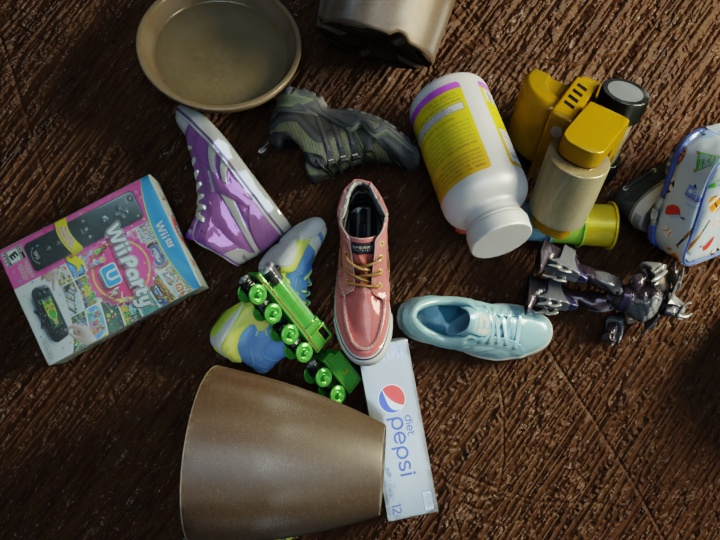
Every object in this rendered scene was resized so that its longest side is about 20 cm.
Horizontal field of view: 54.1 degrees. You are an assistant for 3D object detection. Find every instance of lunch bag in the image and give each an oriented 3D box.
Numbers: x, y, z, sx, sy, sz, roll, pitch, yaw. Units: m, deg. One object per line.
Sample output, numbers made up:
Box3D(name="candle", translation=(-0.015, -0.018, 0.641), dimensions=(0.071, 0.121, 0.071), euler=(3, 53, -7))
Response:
Box3D(name="lunch bag", translation=(0.429, -0.091, 0.829), dimensions=(0.196, 0.076, 0.163), euler=(-14, 128, -24))

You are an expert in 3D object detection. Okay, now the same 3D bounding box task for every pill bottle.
Box3D(name="pill bottle", translation=(0.130, -0.121, 0.819), dimensions=(0.102, 0.105, 0.204), euler=(-14, 65, -3))

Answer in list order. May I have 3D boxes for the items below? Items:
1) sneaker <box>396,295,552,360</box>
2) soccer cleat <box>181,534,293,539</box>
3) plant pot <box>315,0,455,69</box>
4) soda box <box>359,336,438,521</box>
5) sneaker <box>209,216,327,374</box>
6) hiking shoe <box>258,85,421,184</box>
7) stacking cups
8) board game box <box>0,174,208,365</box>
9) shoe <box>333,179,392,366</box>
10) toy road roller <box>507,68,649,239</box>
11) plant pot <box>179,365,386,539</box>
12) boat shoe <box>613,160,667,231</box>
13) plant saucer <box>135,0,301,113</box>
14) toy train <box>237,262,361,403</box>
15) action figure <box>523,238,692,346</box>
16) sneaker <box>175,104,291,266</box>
Box3D(name="sneaker", translation=(0.143, 0.071, 0.849), dimensions=(0.194, 0.082, 0.076), euler=(3, 87, -3))
Box3D(name="soccer cleat", translation=(-0.118, 0.318, 0.841), dimensions=(0.196, 0.065, 0.085), euler=(-22, 117, -8))
Box3D(name="plant pot", translation=(0.043, -0.358, 0.825), dimensions=(0.195, 0.200, 0.203), euler=(15, 93, -2))
Box3D(name="soda box", translation=(0.043, 0.185, 0.843), dimensions=(0.062, 0.068, 0.205), euler=(-10, 86, -1))
Box3D(name="sneaker", translation=(-0.088, 0.036, 0.855), dimensions=(0.105, 0.076, 0.201), euler=(42, 84, -19))
Box3D(name="hiking shoe", translation=(-0.024, -0.147, 0.867), dimensions=(0.196, 0.076, 0.103), euler=(22, 94, 8))
Box3D(name="stacking cups", translation=(0.215, -0.063, 0.871), dimensions=(0.195, 0.061, 0.062), euler=(5, 86, -2))
Box3D(name="board game box", translation=(-0.303, -0.001, 0.842), dimensions=(0.197, 0.064, 0.150), euler=(-27, 88, -5))
Box3D(name="shoe", translation=(0.000, 0.000, 0.809), dimensions=(0.069, 0.091, 0.205), euler=(-2, 65, 3))
Box3D(name="toy road roller", translation=(0.232, -0.152, 0.829), dimensions=(0.144, 0.124, 0.200), euler=(28, 50, 18))
Box3D(name="plant pot", translation=(-0.072, 0.207, 0.766), dimensions=(0.195, 0.187, 0.192), euler=(3, 86, 4))
Box3D(name="boat shoe", translation=(0.406, -0.123, 0.885), dimensions=(0.197, 0.069, 0.057), euler=(-31, 49, -11))
Box3D(name="plant saucer", translation=(-0.169, -0.268, 0.851), dimensions=(0.195, 0.030, 0.205), euler=(3, 64, -7))
Box3D(name="toy train", translation=(-0.067, 0.074, 0.810), dimensions=(0.056, 0.041, 0.202), euler=(-46, 116, -24))
Box3D(name="action figure", translation=(0.301, 0.031, 0.847), dimensions=(0.195, 0.070, 0.132), euler=(13, 127, 4))
Box3D(name="sneaker", translation=(-0.185, -0.099, 0.851), dimensions=(0.113, 0.073, 0.202), euler=(-37, 88, 0))
